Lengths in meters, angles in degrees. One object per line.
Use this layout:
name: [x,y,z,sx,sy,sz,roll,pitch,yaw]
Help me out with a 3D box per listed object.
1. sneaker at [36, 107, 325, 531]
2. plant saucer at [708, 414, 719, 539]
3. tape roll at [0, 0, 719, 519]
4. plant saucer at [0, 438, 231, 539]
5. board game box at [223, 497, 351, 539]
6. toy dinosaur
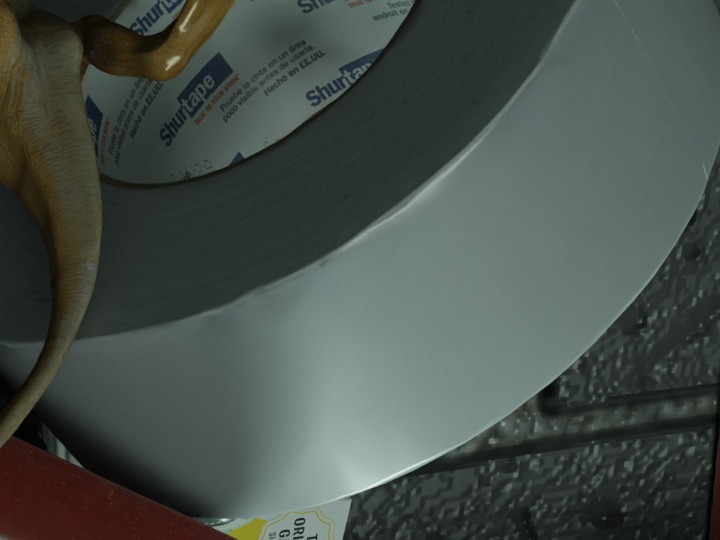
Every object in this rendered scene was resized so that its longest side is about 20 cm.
sneaker: [0.000,0.000,0.713,0.200,0.079,0.074,-50,122,-20]
plant saucer: [0.217,0.070,0.908,0.198,0.037,0.202,-11,117,-26]
tape roll: [-0.012,-0.038,0.623,0.200,0.200,0.066,-43,125,-6]
plant saucer: [-0.127,0.075,0.607,0.199,0.200,0.037,27,57,-16]
board game box: [-0.087,0.153,0.769,0.134,0.034,0.202,1,111,-31]
toy dinosaur: [-0.079,-0.045,0.592,0.106,0.200,0.060,-40,144,2]
